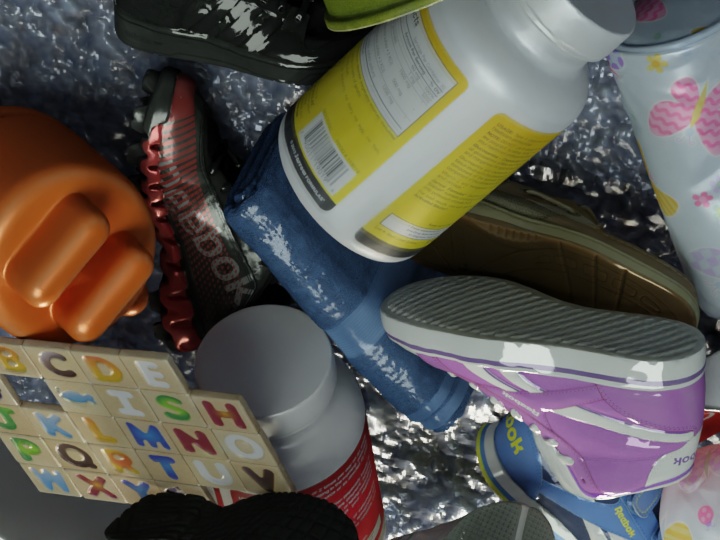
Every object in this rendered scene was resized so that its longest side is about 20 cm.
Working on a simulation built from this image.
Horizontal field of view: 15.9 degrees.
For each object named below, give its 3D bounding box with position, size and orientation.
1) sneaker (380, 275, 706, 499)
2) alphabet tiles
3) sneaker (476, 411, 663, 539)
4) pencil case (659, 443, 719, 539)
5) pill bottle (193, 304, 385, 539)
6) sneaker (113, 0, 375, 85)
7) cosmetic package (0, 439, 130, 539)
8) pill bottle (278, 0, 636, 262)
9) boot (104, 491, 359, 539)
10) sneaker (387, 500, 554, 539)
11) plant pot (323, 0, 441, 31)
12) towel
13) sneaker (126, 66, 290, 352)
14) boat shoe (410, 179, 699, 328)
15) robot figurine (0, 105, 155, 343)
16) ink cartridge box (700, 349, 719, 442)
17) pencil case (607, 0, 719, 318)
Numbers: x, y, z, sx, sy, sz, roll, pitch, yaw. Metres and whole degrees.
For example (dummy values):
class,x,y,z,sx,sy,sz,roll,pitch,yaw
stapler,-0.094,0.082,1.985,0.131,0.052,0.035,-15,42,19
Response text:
class,x,y,z,sx,sy,sz,roll,pitch,yaw
sneaker,0.101,0.075,1.484,0.199,0.073,0.115,15,124,27
alphabet tiles,-0.140,0.095,1.526,0.199,0.008,0.168,5,144,27
sneaker,0.169,0.149,1.644,0.200,0.074,0.082,37,121,-15
pencil case,0.270,0.134,1.528,0.083,0.091,0.199,39,141,-27
pill bottle,-0.048,0.115,1.608,0.111,0.113,0.201,3,142,10
sneaker,-0.081,-0.173,1.482,0.198,0.060,0.105,9,130,9
cosmetic package,-0.192,0.204,1.731,0.199,0.108,0.085,35,124,-11
pill bottle,0.055,-0.102,1.422,0.112,0.112,0.200,40,122,-16
boot,-0.058,0.202,1.531,0.199,0.068,0.131,1,122,44
sneaker,0.026,0.201,1.606,0.199,0.080,0.071,-17,82,-1
plant pot,0.029,-0.258,1.337,0.199,0.201,0.194,-20,106,23
towel,0.000,0.000,1.551,0.048,0.112,0.200,-24,117,38
sneaker,-0.086,-0.037,1.569,0.097,0.071,0.202,1,126,11
boat shoe,0.115,-0.015,1.513,0.199,0.065,0.073,21,137,24
robot figurine,-0.196,-0.030,1.531,0.143,0.200,0.118,-4,112,-28
ink cartridge box,0.242,0.080,1.539,0.200,0.160,0.050,-36,66,27
pencil case,0.207,-0.069,1.472,0.090,0.083,0.201,-21,119,7
